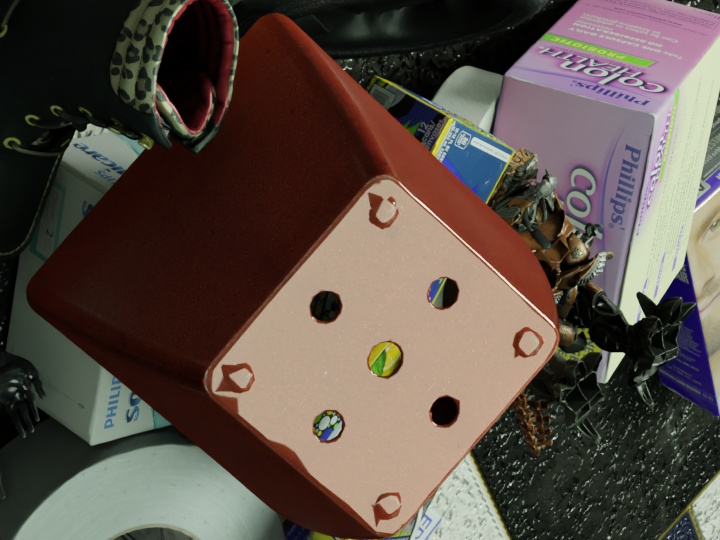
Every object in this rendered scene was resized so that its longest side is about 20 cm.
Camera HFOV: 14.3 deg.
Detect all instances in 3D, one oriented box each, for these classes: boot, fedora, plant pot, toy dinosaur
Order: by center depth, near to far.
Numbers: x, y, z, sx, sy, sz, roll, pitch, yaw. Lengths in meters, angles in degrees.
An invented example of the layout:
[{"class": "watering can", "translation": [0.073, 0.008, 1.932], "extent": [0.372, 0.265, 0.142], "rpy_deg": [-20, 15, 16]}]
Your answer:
[{"class": "boot", "translation": [-0.142, -0.078, 1.429], "extent": [0.073, 0.154, 0.204], "rpy_deg": [-9, 119, -45]}, {"class": "plant pot", "translation": [-0.016, 0.020, 1.429], "extent": [0.200, 0.176, 0.200], "rpy_deg": [42, 88, -23]}, {"class": "fedora", "translation": [0.012, -0.177, 1.564], "extent": [0.200, 0.200, 0.092], "rpy_deg": [-2, 82, -48]}, {"class": "toy dinosaur", "translation": [0.110, 0.023, 1.640], "extent": [0.102, 0.136, 0.200], "rpy_deg": [-45, 144, -14]}]

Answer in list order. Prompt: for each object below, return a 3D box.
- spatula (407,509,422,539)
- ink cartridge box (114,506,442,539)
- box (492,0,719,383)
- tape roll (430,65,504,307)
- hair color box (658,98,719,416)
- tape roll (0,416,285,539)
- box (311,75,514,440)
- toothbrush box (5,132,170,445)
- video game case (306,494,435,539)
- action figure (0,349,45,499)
[{"class": "spatula", "translation": [0.025, 0.152, 1.644], "extent": [0.200, 0.021, 0.057], "rpy_deg": [-59, 172, -7]}, {"class": "ink cartridge box", "translation": [-0.064, 0.178, 1.739], "extent": [0.198, 0.043, 0.200], "rpy_deg": [-52, 136, -8]}, {"class": "box", "translation": [0.145, -0.057, 1.750], "extent": [0.200, 0.096, 0.176], "rpy_deg": [-48, 151, -60]}, {"class": "tape roll", "translation": [0.052, -0.022, 1.711], "extent": [0.203, 0.037, 0.203], "rpy_deg": [18, 90, -76]}, {"class": "hair color box", "translation": [0.250, -0.007, 1.987], "extent": [0.109, 0.065, 0.200], "rpy_deg": [-41, 137, -22]}, {"class": "tape roll", "translation": [-0.140, 0.178, 1.600], "extent": [0.200, 0.066, 0.201], "rpy_deg": [-13, 115, -30]}, {"class": "box", "translation": [0.000, 0.000, 1.572], "extent": [0.070, 0.064, 0.200], "rpy_deg": [22, 98, -52]}, {"class": "toothbrush box", "translation": [-0.090, -0.001, 1.593], "extent": [0.200, 0.085, 0.147], "rpy_deg": [-14, 124, -44]}, {"class": "video game case", "translation": [0.016, 0.130, 1.671], "extent": [0.181, 0.025, 0.200], "rpy_deg": [-62, 168, 1]}, {"class": "action figure", "translation": [-0.245, 0.070, 1.456], "extent": [0.200, 0.102, 0.119], "rpy_deg": [15, 113, -53]}]
